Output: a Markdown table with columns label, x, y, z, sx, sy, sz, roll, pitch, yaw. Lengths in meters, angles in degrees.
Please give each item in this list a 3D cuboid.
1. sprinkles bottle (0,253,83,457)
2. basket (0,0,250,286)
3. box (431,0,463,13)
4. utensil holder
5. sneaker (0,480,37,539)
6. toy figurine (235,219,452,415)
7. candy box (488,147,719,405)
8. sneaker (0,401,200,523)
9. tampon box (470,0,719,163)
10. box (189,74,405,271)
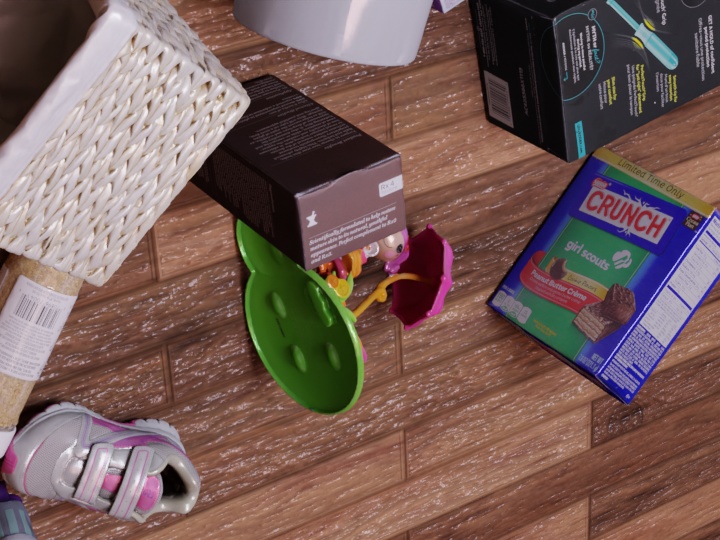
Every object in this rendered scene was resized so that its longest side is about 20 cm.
| label | x | y | z | sx | sy | sz | roll | pitch | yaw |
| --- | --- | --- | --- | --- | --- | --- | --- | --- | --- |
| sprinkles bottle | -0.278 | 0.051 | 1.316 | 0.068 | 0.068 | 0.202 | 21 | 98 | -40 |
| basket | -0.218 | -0.132 | 1.166 | 0.201 | 0.199 | 0.160 | -50 | 140 | 12 |
| box | 0.121 | -0.338 | 1.431 | 0.199 | 0.039 | 0.138 | -35 | 128 | -17 |
| utensil holder | -0.006 | -0.283 | 1.287 | 0.168 | 0.170 | 0.202 | -1 | 115 | -35 |
| sneaker | -0.307 | 0.270 | 1.410 | 0.074 | 0.088 | 0.201 | -2 | 138 | -26 |
| toy figurine | 0.000 | 0.000 | 1.478 | 0.183 | 0.149 | 0.202 | -30 | 103 | -37 |
| candy box | 0.250 | 0.001 | 1.604 | 0.201 | 0.169 | 0.077 | -54 | 134 | -2 |
| sneaker | -0.213 | 0.169 | 1.395 | 0.199 | 0.088 | 0.082 | 6 | 109 | -45 |
| tampon box | 0.222 | -0.219 | 1.504 | 0.199 | 0.126 | 0.151 | -27 | 126 | -23 |
| box | -0.058 | -0.084 | 1.321 | 0.099 | 0.200 | 0.076 | -22 | 124 | -25 |
